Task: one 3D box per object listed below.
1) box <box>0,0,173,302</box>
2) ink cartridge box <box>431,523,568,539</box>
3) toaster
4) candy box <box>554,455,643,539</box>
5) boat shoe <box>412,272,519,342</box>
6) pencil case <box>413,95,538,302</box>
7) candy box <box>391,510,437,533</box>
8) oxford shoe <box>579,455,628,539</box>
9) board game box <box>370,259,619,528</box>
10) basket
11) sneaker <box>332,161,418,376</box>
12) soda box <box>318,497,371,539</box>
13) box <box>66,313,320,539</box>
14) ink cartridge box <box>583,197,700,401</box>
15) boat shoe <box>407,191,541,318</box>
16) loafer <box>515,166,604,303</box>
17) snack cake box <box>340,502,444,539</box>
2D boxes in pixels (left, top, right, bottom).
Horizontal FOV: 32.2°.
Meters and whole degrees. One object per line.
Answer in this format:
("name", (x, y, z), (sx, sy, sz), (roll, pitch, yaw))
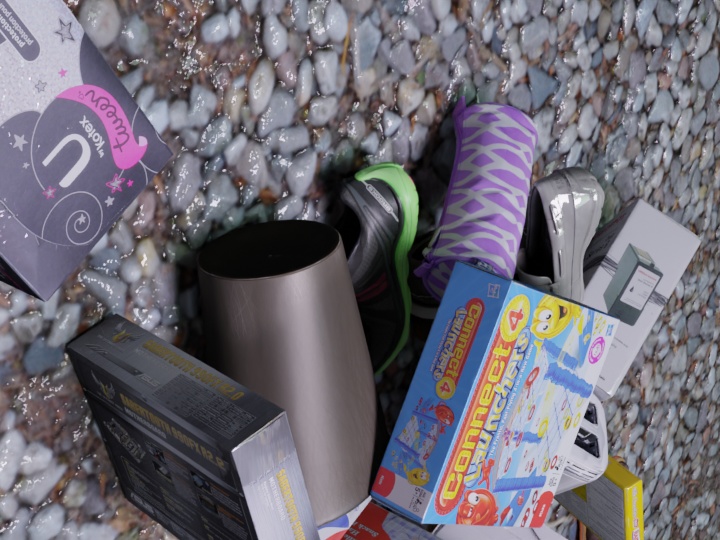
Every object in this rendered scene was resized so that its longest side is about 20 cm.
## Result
("box", (-0.225, -0.100, 0.725), (0.132, 0.114, 0.200), (-52, 138, -20))
("ink cartridge box", (0.154, 0.315, 1.202), (0.086, 0.146, 0.200), (-44, 144, -20))
("toaster", (0.152, 0.159, 1.217), (0.200, 0.129, 0.114), (34, 46, -36))
("candy box", (0.224, 0.211, 1.312), (0.026, 0.200, 0.103), (-25, 124, -20))
("boat shoe", (0.134, 0.021, 1.233), (0.200, 0.068, 0.072), (-23, 115, -40))
("pencil case", (0.104, -0.058, 1.102), (0.084, 0.085, 0.201), (119, -10, -53))
("candy box", (0.074, 0.292, 1.283), (0.115, 0.055, 0.201), (6, 101, -51))
("oxford shoe", (0.315, 0.333, 1.566), (0.071, 0.073, 0.201), (-3, 107, -48))
("board game box", (0.116, 0.109, 1.028), (0.195, 0.056, 0.201), (16, 95, -53))
("basket", (-0.057, 0.074, 0.982), (0.180, 0.135, 0.201), (-52, 138, -56))
("sneaker", (0.000, 0.000, 1.078), (0.083, 0.077, 0.201), (-7, 117, -17))
("soda box", (-0.058, 0.216, 1.089), (0.200, 0.068, 0.064), (-49, 137, -25))
("box", (-0.115, 0.134, 0.884), (0.048, 0.200, 0.159), (-34, 128, -31))
("ink cartridge box", (0.254, 0.040, 1.314), (0.200, 0.084, 0.146), (-56, 180, -18))
("boat shoe", (0.118, -0.028, 1.188), (0.201, 0.072, 0.061), (-34, 134, -32))
("loafer", (0.171, -0.004, 1.158), (0.069, 0.070, 0.201), (-9, 123, -22))
("snack cake box", (0.028, 0.286, 1.112), (0.115, 0.199, 0.068), (-28, 126, -39))
